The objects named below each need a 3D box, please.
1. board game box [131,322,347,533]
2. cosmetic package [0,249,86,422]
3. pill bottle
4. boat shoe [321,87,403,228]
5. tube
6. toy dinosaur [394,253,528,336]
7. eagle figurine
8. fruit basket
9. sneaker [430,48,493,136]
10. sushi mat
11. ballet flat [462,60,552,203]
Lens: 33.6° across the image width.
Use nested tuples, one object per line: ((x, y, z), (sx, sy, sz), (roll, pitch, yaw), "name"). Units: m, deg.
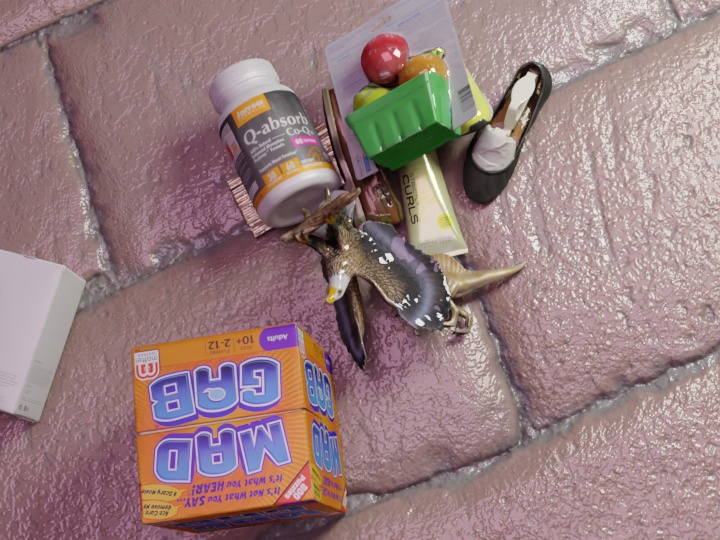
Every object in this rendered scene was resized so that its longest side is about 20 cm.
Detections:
((-0.139, 0.193, 1.414), (0.198, 0.200, 0.202), (-10, 73, 8), "board game box")
((-0.450, 0.085, 1.561), (0.107, 0.085, 0.201), (15, 77, 13), "cosmetic package")
((-0.115, -0.166, 1.540), (0.116, 0.116, 0.201), (-28, 71, 2), "pill bottle")
((0.002, -0.146, 1.543), (0.067, 0.072, 0.202), (-16, 85, 0), "boat shoe")
((0.082, -0.109, 1.539), (0.058, 0.052, 0.202), (-26, 71, 50), "tube")
((0.112, 0.026, 1.490), (0.198, 0.058, 0.102), (-5, 73, 9), "toy dinosaur")
((-0.004, 0.006, 1.459), (0.151, 0.151, 0.200), (-49, 112, -16), "eagle figurine")
((0.050, -0.234, 1.477), (0.184, 0.094, 0.201), (-26, 59, 27), "fruit basket")
((0.102, -0.250, 1.519), (0.078, 0.091, 0.201), (-27, 49, -4), "sneaker")
((-0.078, -0.131, 1.591), (0.199, 0.012, 0.096), (-31, 73, 1), "sushi mat")
((0.184, -0.184, 1.528), (0.068, 0.068, 0.201), (23, 80, 14), "ballet flat")
